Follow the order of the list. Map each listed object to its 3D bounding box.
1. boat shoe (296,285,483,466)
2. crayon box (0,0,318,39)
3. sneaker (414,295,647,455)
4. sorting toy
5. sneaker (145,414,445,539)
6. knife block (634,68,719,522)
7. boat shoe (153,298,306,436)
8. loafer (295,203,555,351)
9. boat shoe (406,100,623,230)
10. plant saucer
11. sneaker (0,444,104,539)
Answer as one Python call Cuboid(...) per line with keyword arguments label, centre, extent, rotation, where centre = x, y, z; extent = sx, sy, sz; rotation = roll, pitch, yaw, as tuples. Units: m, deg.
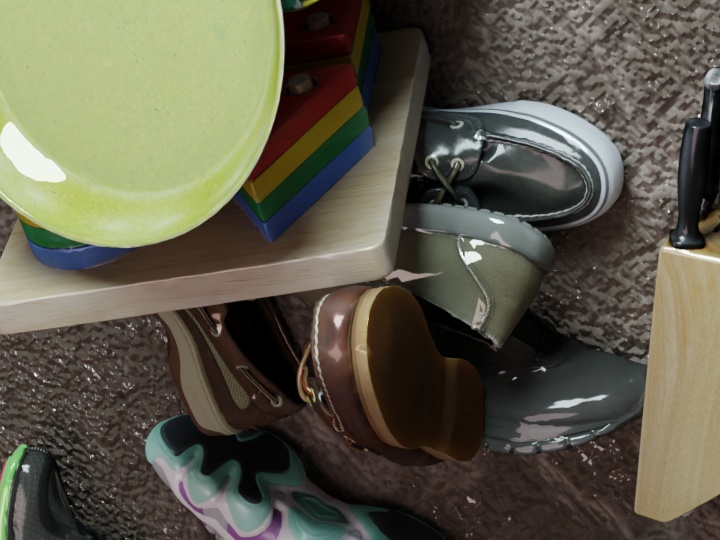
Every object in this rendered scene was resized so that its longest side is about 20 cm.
Cuboid(label="boat shoe", centre=(0.004, 0.056, 1.094), extent=(0.070, 0.200, 0.071), rotation=(4, 73, 17))
Cuboid(label="crayon box", centre=(-0.059, -0.170, 1.092), extent=(0.171, 0.200, 0.059), rotation=(-1, 111, 29))
Cuboid(label="sneaker", centre=(0.062, 0.042, 1.207), extent=(0.198, 0.076, 0.092), rotation=(6, 109, 25))
Cuboid(label="sorting toy", centre=(-0.077, -0.068, 1.116), extent=(0.198, 0.199, 0.070), rotation=(-8, 124, 14))
Cuboid(label="sneaker", centre=(-0.053, 0.181, 1.332), extent=(0.199, 0.078, 0.141), rotation=(30, 123, 15))
Cuboid(label="knife block", centre=(0.176, 0.008, 1.128), extent=(0.200, 0.064, 0.176), rotation=(-36, 92, 37))
Cuboid(label="boat shoe", centre=(-0.082, 0.000, 1.266), extent=(0.074, 0.075, 0.203), rotation=(-7, 125, 26))
Cuboid(label="loafer", centre=(0.000, 0.000, 1.166), extent=(0.199, 0.075, 0.070), rotation=(6, 74, 30))
Cuboid(label="boat shoe", centre=(0.037, -0.053, 1.182), extent=(0.199, 0.057, 0.069), rotation=(10, 117, 26))
Cuboid(label="plant saucer", centre=(-0.112, -0.111, 1.001), extent=(0.199, 0.031, 0.202), rotation=(9, 109, 28))
Cuboid(label="sneaker", centre=(-0.165, 0.193, 1.416), extent=(0.083, 0.077, 0.201), rotation=(-18, 107, 17))
